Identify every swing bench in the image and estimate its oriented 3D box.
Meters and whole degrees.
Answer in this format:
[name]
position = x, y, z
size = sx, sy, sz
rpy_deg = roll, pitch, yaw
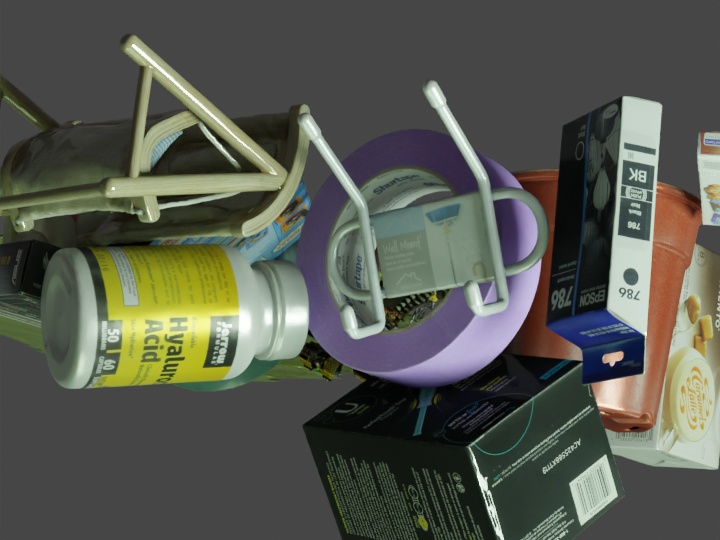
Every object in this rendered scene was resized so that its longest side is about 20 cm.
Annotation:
[swing bench]
position = -0.179, -0.086, 1.463
size = 0.198, 0.131, 0.199
rpy_deg = -4, 164, 42

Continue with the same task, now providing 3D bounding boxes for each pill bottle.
[pill bottle]
position = -0.147, 0.034, 1.494
size = 0.199, 0.112, 0.111
rpy_deg = -3, 173, -26

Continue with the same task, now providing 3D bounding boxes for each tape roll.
[tape roll]
position = 0.045, -0.009, 1.504
size = 0.199, 0.202, 0.066
rpy_deg = -1, 166, 36

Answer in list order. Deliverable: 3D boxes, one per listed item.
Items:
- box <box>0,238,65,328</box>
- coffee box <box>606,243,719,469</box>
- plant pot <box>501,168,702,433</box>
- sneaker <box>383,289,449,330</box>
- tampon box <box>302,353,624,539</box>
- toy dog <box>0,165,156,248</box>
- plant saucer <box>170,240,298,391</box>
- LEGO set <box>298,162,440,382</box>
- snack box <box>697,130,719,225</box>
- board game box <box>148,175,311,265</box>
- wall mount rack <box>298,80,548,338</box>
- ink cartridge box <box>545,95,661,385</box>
[box]
position = -0.235, 0.027, 1.609
size = 0.199, 0.049, 0.158
rpy_deg = 19, 167, -32
[coffee box]
position = 0.288, 0.078, 1.756
size = 0.079, 0.201, 0.114
rpy_deg = -1, 165, 40
[plant pot]
position = 0.194, 0.034, 1.623
size = 0.199, 0.197, 0.201
rpy_deg = 7, 169, 1
[sneaker]
position = 0.041, 0.004, 1.764
size = 0.071, 0.199, 0.076
rpy_deg = 63, 170, -28
[tampon box]
position = 0.083, 0.153, 1.514
size = 0.150, 0.127, 0.199
rpy_deg = -32, -158, -36
[toy dog]
position = -0.241, -0.033, 1.727
size = 0.193, 0.140, 0.200
rpy_deg = 21, 159, -29
[plant saucer]
position = -0.133, 0.020, 1.795
size = 0.199, 0.201, 0.036
rpy_deg = 1, 149, 27
[LEGO set]
position = 0.000, 0.000, 1.627
size = 0.154, 0.200, 0.116
rpy_deg = 37, 180, 24
[snack box]
position = 0.307, -0.069, 1.485
size = 0.071, 0.024, 0.200
rpy_deg = 4, 167, 12
[board game box]
position = -0.112, -0.031, 1.671
size = 0.037, 0.151, 0.200
rpy_deg = 49, 174, 13
[wall mount rack]
position = 0.036, -0.045, 1.405
size = 0.199, 0.175, 0.074
rpy_deg = -11, 179, 33
[ink cartridge box]
position = 0.178, -0.020, 1.372
size = 0.039, 0.201, 0.099
rpy_deg = 9, 168, -20
